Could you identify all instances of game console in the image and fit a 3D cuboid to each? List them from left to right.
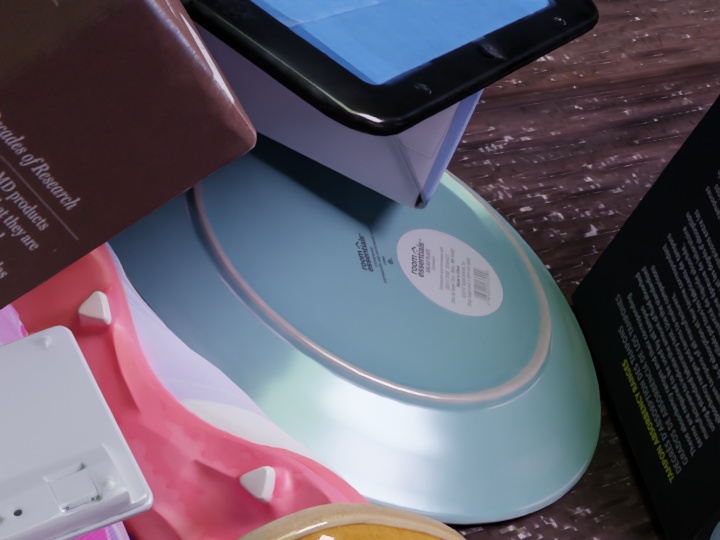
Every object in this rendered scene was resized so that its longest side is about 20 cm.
[{"bbox_3d":[-0.012,-0.144,0.742,0.116,0.176,0.200,4,16,22],"label":"game console"}]

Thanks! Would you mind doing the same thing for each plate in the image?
[{"bbox_3d":[0.000,0.000,0.842,0.200,0.026,0.200,22,35,-17],"label":"plate"}]

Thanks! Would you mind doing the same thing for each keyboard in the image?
[{"bbox_3d":[-0.149,0.066,0.566,0.200,0.011,0.056,-20,51,-17],"label":"keyboard"}]

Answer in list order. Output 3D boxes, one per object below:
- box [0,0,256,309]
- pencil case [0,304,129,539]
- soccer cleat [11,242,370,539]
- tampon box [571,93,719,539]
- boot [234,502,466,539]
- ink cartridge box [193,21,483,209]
[{"bbox_3d":[-0.137,-0.025,0.599,0.100,0.200,0.075,58,1,35],"label":"box"},{"bbox_3d":[-0.089,0.094,0.605,0.087,0.087,0.200,2,45,-38],"label":"pencil case"},{"bbox_3d":[-0.062,0.043,0.717,0.200,0.067,0.076,41,-4,24],"label":"soccer cleat"},{"bbox_3d":[0.196,-0.001,0.851,0.150,0.200,0.126,11,41,-29],"label":"tampon box"},{"bbox_3d":[0.031,0.145,0.588,0.144,0.071,0.201,63,8,32],"label":"boot"},{"bbox_3d":[-0.008,-0.116,0.910,0.136,0.076,0.200,27,25,-1],"label":"ink cartridge box"}]
